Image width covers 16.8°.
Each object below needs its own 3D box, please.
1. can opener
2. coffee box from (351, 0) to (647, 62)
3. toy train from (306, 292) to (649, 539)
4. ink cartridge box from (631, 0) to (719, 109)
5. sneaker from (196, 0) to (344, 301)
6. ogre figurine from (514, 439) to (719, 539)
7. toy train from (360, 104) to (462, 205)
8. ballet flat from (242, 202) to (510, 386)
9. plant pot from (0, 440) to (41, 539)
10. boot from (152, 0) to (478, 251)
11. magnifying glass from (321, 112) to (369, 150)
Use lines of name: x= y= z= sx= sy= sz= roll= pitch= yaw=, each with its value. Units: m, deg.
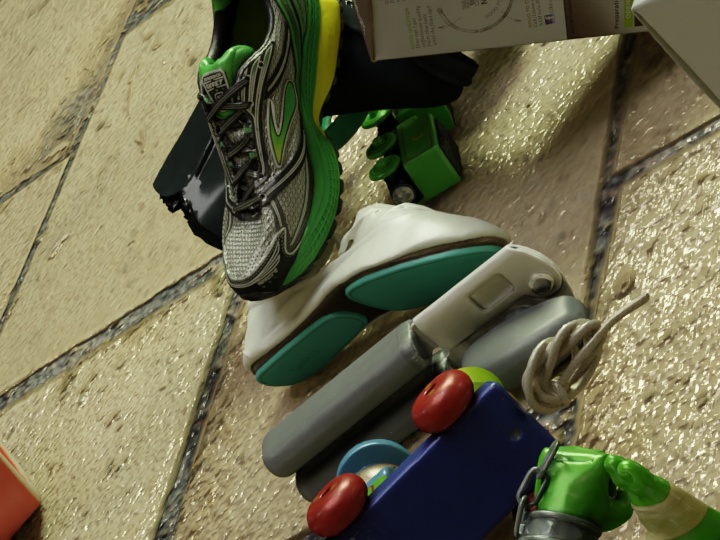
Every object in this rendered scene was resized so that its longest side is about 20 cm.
can opener: x=0.030 y=0.058 z=1.270 sx=0.200 sy=0.053 sz=0.067 roll=-37 pitch=27 yaw=25
coffee box: x=0.094 y=-0.183 z=1.366 sx=0.199 sy=0.080 sz=0.114 roll=-7 pitch=26 yaw=-5
toy train: x=0.062 y=0.073 z=1.172 sx=0.200 sy=0.085 sz=0.116 roll=-45 pitch=10 yaw=7
ink cartridge box: x=0.241 y=-0.164 z=1.133 sx=0.145 sy=0.145 sz=0.201 roll=-24 pitch=34 yaw=42
sneaker: x=-0.063 y=-0.081 z=1.385 sx=0.078 sy=0.085 sz=0.201 roll=-12 pitch=72 yaw=39
ogre figurine: x=0.125 y=0.152 z=0.908 sx=0.120 sy=0.199 sz=0.098 roll=-61 pitch=-20 yaw=-5
toy train: x=0.030 y=-0.099 z=1.532 sx=0.056 sy=0.042 sz=0.200 roll=-31 pitch=27 yaw=13
ballet flat: x=0.000 y=0.000 z=1.381 sx=0.200 sy=0.069 sz=0.070 roll=-32 pitch=28 yaw=38
plant pot: x=-0.317 y=0.150 z=1.575 sx=0.177 sy=0.201 sz=0.200 roll=-39 pitch=23 yaw=-6
boot: x=-0.031 y=-0.082 z=1.466 sx=0.200 sy=0.076 sz=0.169 roll=26 pitch=97 yaw=42
magnifying glass: x=-0.035 y=-0.082 z=1.577 sx=0.200 sy=0.022 sz=0.080 roll=-47 pitch=24 yaw=39
